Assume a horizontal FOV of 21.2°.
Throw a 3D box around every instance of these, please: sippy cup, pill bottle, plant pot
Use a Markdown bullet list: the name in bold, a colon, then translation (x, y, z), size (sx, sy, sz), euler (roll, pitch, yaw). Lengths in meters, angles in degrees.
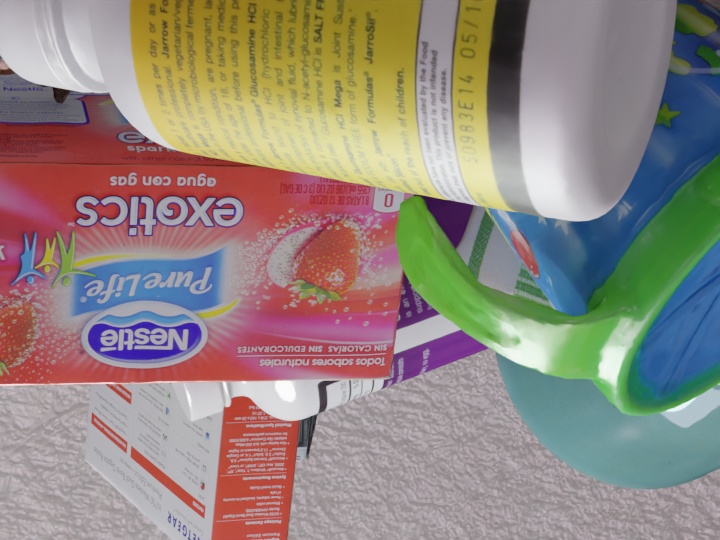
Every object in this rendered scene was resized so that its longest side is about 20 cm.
- **sippy cup**: translation (0.098, -0.041, 0.678), size (0.130, 0.140, 0.178), euler (47, -157, 25)
- **pill bottle**: translation (-0.010, -0.086, 0.595), size (0.199, 0.113, 0.112), euler (11, 177, 20)
- **pill bottle**: translation (0.000, 0.000, 0.909), size (0.199, 0.113, 0.112), euler (-20, -177, -11)
- **plant pot**: translation (0.200, 0.023, 1.156), size (0.200, 0.201, 0.161), euler (13, 165, -14)

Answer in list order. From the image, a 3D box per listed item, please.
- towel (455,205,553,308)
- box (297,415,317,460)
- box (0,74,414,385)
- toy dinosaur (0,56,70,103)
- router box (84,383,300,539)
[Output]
- **towel**: translation (0.148, -0.031, 0.766), size (0.199, 0.153, 0.023), euler (12, 148, 14)
- **box**: translation (-0.038, -0.002, 1.181), size (0.050, 0.201, 0.158), euler (7, -169, 0)
- **box**: translation (-0.088, -0.019, 0.766), size (0.199, 0.095, 0.103), euler (0, -154, -15)
- **toy dinosaur**: translation (-0.170, -0.110, 0.685), size (0.200, 0.086, 0.135), euler (29, -163, 16)
- **router box**: translation (-0.098, 0.053, 1.111), size (0.049, 0.180, 0.200), euler (0, -167, -28)
